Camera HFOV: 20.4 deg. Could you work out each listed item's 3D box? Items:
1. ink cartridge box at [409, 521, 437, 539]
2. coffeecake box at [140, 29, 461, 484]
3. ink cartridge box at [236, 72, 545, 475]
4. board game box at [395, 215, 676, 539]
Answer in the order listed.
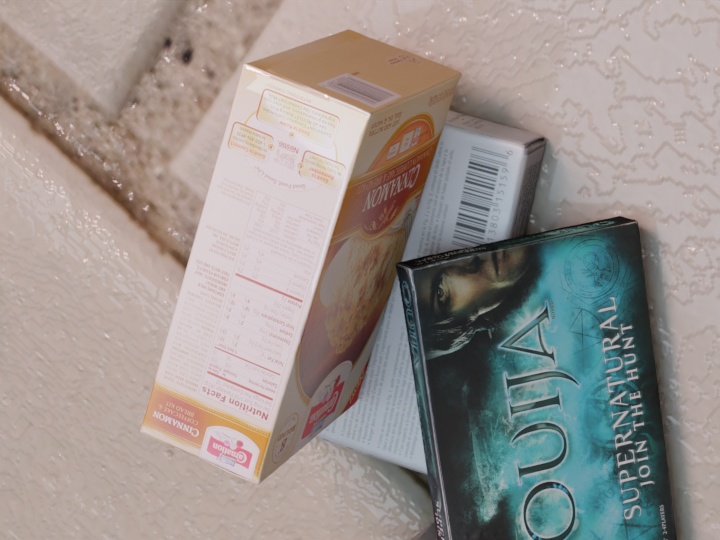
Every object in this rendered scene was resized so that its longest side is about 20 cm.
[{"bbox_3d":[0.057,0.269,1.158,0.200,0.084,0.146,45,113,7],"label":"ink cartridge box"},{"bbox_3d":[-0.029,-0.012,1.042,0.073,0.153,0.202,22,109,13],"label":"coffeecake box"},{"bbox_3d":[0.000,0.000,1.141,0.172,0.044,0.202,17,107,17],"label":"ink cartridge box"},{"bbox_3d":[0.098,0.082,1.090,0.134,0.028,0.202,-12,100,-15],"label":"board game box"}]
